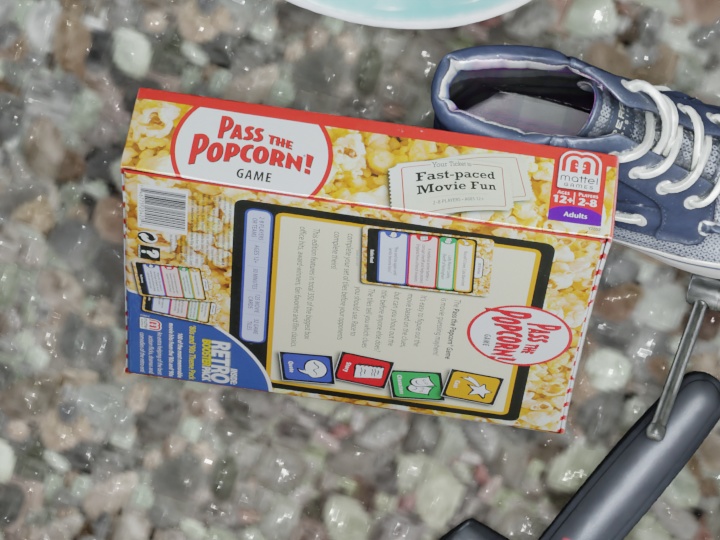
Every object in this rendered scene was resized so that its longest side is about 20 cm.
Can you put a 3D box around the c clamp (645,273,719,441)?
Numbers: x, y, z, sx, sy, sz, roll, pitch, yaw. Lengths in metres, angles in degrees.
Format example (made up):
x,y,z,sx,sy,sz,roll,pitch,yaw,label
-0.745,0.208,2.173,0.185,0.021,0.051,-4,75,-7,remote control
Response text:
x,y,z,sx,sy,sz,roll,pitch,yaw,label
0.240,0.012,1.074,0.200,0.027,0.171,11,78,13,c clamp

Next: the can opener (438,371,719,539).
x,y,z,sx,sy,sz,roll,pitch,yaw,label
0.092,0.122,1.108,0.079,0.063,0.200,43,100,-5,can opener

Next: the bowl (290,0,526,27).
x,y,z,sx,sy,sz,roll,pitch,yaw,label
0.014,-0.208,1.001,0.201,0.105,0.201,11,139,10,bowl

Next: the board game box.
x,y,z,sx,sy,sz,roll,pitch,yaw,label
0.000,0.000,1.055,0.200,0.046,0.152,9,144,1,board game box

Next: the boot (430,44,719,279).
x,y,z,sx,sy,sz,roll,pitch,yaw,label
0.126,-0.045,1.046,0.200,0.090,0.073,9,77,8,boot
